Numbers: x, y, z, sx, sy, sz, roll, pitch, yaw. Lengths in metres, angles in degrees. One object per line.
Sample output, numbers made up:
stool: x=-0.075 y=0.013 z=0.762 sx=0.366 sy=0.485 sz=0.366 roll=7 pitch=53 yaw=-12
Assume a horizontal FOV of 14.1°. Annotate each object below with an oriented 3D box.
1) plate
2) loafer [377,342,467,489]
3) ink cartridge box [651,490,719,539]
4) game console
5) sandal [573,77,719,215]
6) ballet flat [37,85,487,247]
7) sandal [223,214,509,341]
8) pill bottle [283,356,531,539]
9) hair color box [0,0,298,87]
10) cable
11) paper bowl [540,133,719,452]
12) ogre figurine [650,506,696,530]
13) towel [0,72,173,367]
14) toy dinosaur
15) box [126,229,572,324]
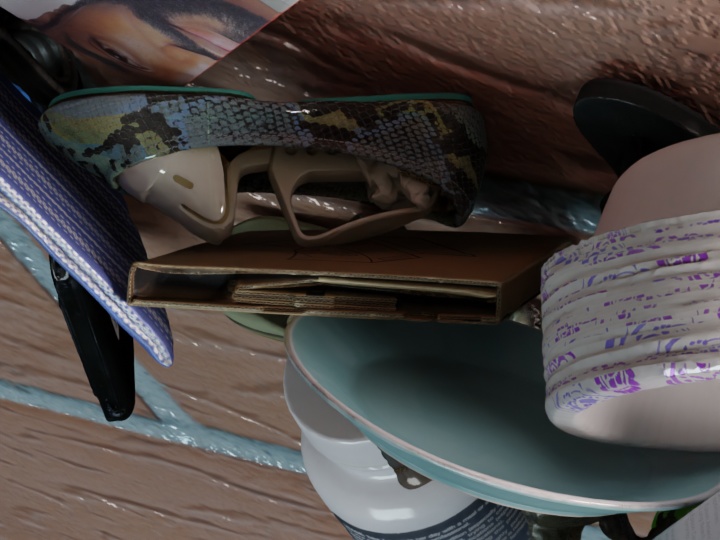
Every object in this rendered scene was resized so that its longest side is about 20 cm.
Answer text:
plate: x=0.061 y=0.063 z=1.239 sx=0.199 sy=0.026 sz=0.200 roll=15 pitch=-163 yaw=-5
loafer: x=0.076 y=0.069 z=1.377 sx=0.199 sy=0.063 sz=0.072 roll=-1 pitch=160 yaw=-43
ink cartridge box: x=0.237 y=0.114 z=1.172 sx=0.197 sy=0.047 sz=0.200 roll=21 pitch=136 yaw=-29
game console: x=-0.188 y=-0.030 z=1.523 sx=0.116 sy=0.177 sz=0.200 roll=-5 pitch=155 yaw=2
sandal: x=0.146 y=-0.012 z=1.265 sx=0.075 sy=0.048 sz=0.201 roll=10 pitch=153 yaw=35
ballet flat: x=-0.042 y=-0.044 z=1.276 sx=0.198 sy=0.075 sz=0.074 roll=-1 pitch=157 yaw=-2
sandal: x=-0.007 y=0.006 z=1.441 sx=0.200 sy=0.080 sz=0.057 roll=9 pitch=148 yaw=38
pill bottle: x=0.036 y=0.099 z=1.546 sx=0.119 sy=0.120 sz=0.200 roll=13 pitch=155 yaw=29
hair color box: x=-0.083 y=-0.144 z=1.206 sx=0.111 sy=0.064 sz=0.200 roll=31 pitch=159 yaw=-14
cable: x=-0.169 y=-0.125 z=1.331 sx=0.050 sy=0.098 sz=0.200 roll=-28 pitch=143 yaw=13
paper bowl: x=0.170 y=0.007 z=1.147 sx=0.199 sy=0.105 sz=0.201 roll=-2 pitch=168 yaw=0
ogre figurine: x=0.184 y=0.195 z=1.553 sx=0.098 sy=0.200 sz=0.120 roll=-1 pitch=128 yaw=32
towel: x=-0.146 y=-0.039 z=1.309 sx=0.145 sy=0.024 sz=0.200 roll=45 pitch=-173 yaw=-22
toy dinosaur: x=0.114 y=0.113 z=1.486 sx=0.088 sy=0.202 sz=0.047 roll=-9 pitch=-179 yaw=-16
box: x=0.000 y=0.000 z=1.298 sx=0.162 sy=0.021 sz=0.200 roll=3 pitch=-173 yaw=12
